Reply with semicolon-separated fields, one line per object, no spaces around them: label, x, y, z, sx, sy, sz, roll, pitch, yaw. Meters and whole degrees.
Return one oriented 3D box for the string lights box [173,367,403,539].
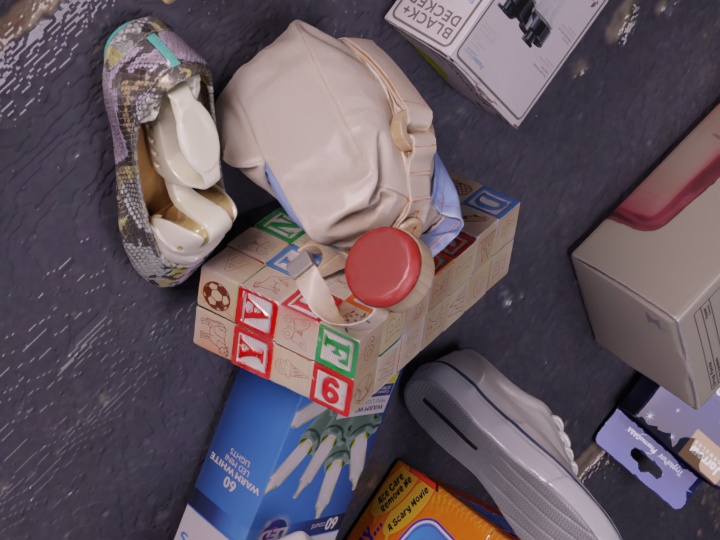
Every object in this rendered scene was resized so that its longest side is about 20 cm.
string lights box;-0.042;0.106;1.662;0.103;0.059;0.200;-5;122;-50

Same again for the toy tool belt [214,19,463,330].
toy tool belt;0.006;-0.046;1.477;0.125;0.200;0.123;-39;149;14

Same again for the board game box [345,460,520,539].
board game box;0.088;0.293;1.854;0.200;0.200;0.200;-57;146;2

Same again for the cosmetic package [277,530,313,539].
cosmetic package;-0.073;0.304;1.634;0.200;0.168;0.166;-25;146;8

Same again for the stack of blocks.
stack of blocks;0.000;0.000;1.573;0.200;0.115;0.059;-39;146;-47

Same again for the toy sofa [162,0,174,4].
toy sofa;-0.051;-0.233;1.362;0.200;0.098;0.083;-30;163;-33

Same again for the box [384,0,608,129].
box;0.114;-0.203;1.594;0.200;0.060;0.117;-55;146;-1

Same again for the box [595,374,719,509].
box;0.290;0.093;2.047;0.121;0.032;0.200;39;86;-31

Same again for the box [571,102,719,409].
box;0.270;-0.019;1.899;0.200;0.109;0.128;-44;145;-17

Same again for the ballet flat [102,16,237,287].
ballet flat;-0.105;-0.052;1.444;0.072;0.072;0.200;-36;142;-26

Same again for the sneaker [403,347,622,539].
sneaker;0.122;0.130;1.772;0.071;0.200;0.073;-35;169;-39
